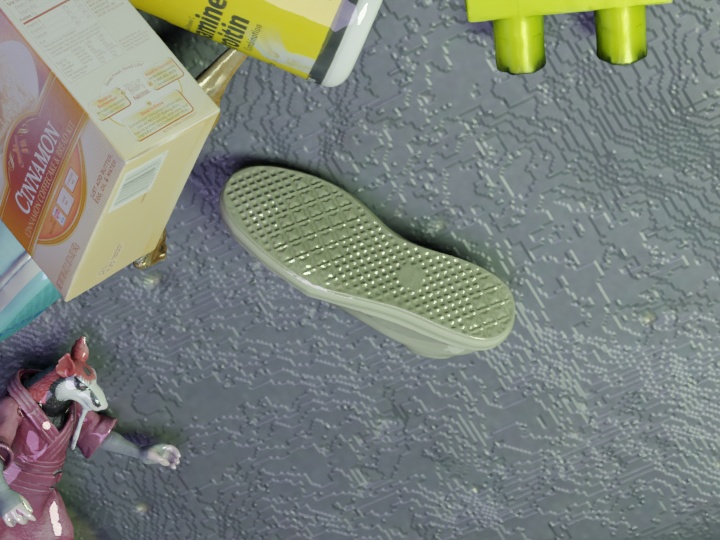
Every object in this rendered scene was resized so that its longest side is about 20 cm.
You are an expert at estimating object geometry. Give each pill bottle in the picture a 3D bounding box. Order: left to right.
[{"bbox_3d":[-0.082,-0.191,1.637,0.199,0.112,0.112,22,120,-4],"label":"pill bottle"}]

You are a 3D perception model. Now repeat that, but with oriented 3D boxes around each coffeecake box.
[{"bbox_3d":[-0.185,-0.109,1.614,0.200,0.073,0.154,50,147,13],"label":"coffeecake box"}]

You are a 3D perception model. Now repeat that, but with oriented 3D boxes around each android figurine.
[{"bbox_3d":[0.116,-0.210,1.631,0.181,0.041,0.201,-4,120,0],"label":"android figurine"}]

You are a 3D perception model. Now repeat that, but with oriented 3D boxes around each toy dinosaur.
[{"bbox_3d":[-0.101,-0.099,1.694,0.200,0.060,0.106,-57,145,7],"label":"toy dinosaur"}]

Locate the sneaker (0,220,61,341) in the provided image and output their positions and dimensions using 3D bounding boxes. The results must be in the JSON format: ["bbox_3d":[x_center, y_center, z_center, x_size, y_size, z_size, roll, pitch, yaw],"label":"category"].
[{"bbox_3d":[-0.253,-0.017,1.791,0.200,0.079,0.131,-37,87,41],"label":"sneaker"}]

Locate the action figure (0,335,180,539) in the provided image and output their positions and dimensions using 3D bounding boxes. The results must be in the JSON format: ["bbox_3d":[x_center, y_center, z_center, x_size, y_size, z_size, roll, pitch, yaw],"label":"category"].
[{"bbox_3d":[-0.220,0.126,1.866,0.149,0.134,0.201,36,113,36],"label":"action figure"}]

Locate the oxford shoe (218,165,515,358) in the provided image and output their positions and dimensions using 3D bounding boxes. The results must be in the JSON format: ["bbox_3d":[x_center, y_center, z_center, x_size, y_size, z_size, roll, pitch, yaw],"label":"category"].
[{"bbox_3d":[0.000,0.000,1.765,0.199,0.075,0.058,26,156,-5],"label":"oxford shoe"}]
